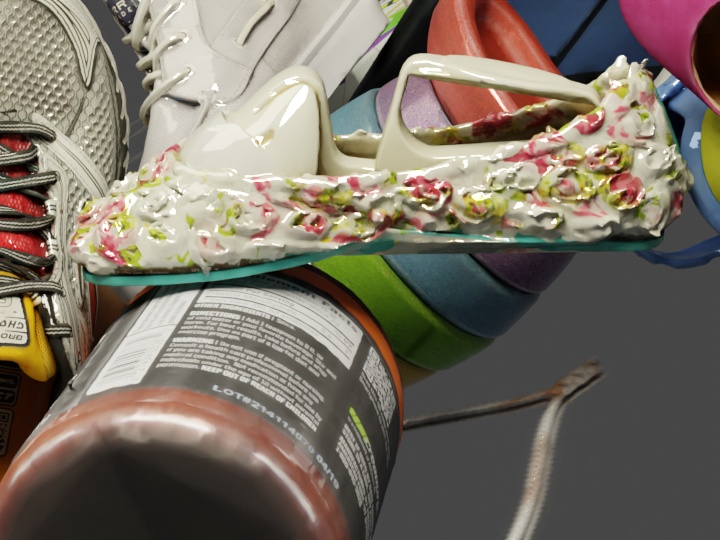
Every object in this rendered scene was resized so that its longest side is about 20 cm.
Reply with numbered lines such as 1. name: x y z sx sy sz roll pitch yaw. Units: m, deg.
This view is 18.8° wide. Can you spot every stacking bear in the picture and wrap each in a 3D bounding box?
1. stacking bear: 0.000 0.000 0.836 0.200 0.122 0.114 -39 1 19

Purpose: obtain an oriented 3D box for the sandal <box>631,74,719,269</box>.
1. sandal: 0.140 -0.063 0.777 0.087 0.080 0.200 -30 9 38

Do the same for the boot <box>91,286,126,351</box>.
1. boot: -0.146 0.054 0.845 0.146 0.070 0.200 -44 48 21

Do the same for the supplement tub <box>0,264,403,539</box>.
1. supplement tub: -0.043 0.058 0.684 0.107 0.107 0.200 -30 11 15

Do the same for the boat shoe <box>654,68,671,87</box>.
1. boat shoe: 0.160 -0.100 0.893 0.200 0.067 0.074 -32 10 5

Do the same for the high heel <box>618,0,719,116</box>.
1. high heel: 0.119 -0.038 0.603 0.096 0.067 0.200 -30 43 -24

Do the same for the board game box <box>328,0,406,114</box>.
1. board game box: 0.030 -0.075 1.062 0.103 0.105 0.200 -25 13 38

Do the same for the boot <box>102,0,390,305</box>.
1. boot: -0.068 -0.072 0.834 0.074 0.096 0.200 -45 7 41

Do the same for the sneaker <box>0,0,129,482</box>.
1. sneaker: -0.114 0.000 0.725 0.078 0.200 0.082 2 8 -12

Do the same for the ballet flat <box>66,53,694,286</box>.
1. ballet flat: 0.005 -0.036 0.690 0.200 0.064 0.076 -5 18 -1

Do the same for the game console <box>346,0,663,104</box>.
1. game console: 0.102 -0.120 0.901 0.177 0.031 0.200 -13 -24 -30

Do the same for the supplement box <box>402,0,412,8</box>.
1. supplement box: 0.115 -0.179 0.945 0.126 0.074 0.200 -11 -22 -49
